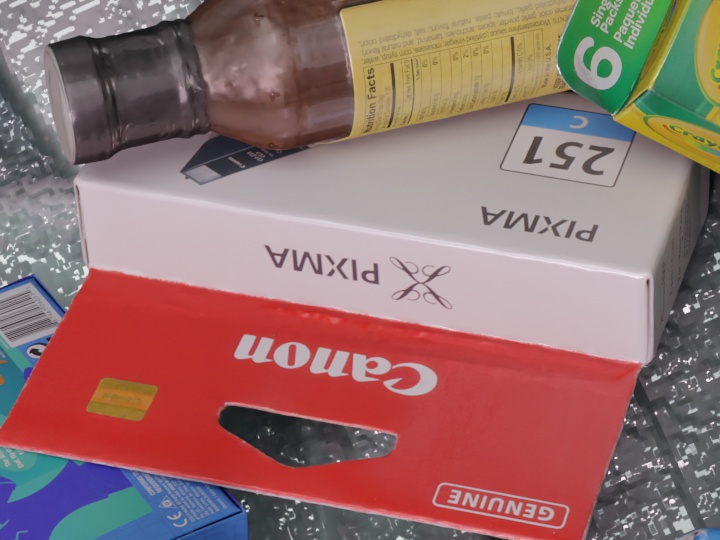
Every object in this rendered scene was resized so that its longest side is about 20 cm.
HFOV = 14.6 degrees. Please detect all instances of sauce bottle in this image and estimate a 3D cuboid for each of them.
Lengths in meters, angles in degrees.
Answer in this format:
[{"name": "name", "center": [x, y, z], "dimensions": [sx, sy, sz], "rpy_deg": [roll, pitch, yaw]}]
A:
[{"name": "sauce bottle", "center": [-0.004, -0.076, 0.927], "dimensions": [0.199, 0.065, 0.065], "rpy_deg": [-11, 67, -13]}]

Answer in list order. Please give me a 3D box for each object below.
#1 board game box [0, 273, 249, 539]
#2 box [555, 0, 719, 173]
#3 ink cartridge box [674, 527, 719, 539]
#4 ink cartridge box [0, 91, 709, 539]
[{"name": "board game box", "center": [-0.157, 0.087, 0.895], "dimensions": [0.199, 0.045, 0.152], "rpy_deg": [-21, 41, -24]}, {"name": "box", "center": [0.172, -0.071, 0.910], "dimensions": [0.199, 0.048, 0.118], "rpy_deg": [25, 76, -4]}, {"name": "ink cartridge box", "center": [0.177, 0.155, 0.801], "dimensions": [0.199, 0.086, 0.147], "rpy_deg": [3, 69, -16]}, {"name": "ink cartridge box", "center": [0.000, 0.000, 0.920], "dimensions": [0.199, 0.045, 0.176], "rpy_deg": [9, 41, 15]}]
